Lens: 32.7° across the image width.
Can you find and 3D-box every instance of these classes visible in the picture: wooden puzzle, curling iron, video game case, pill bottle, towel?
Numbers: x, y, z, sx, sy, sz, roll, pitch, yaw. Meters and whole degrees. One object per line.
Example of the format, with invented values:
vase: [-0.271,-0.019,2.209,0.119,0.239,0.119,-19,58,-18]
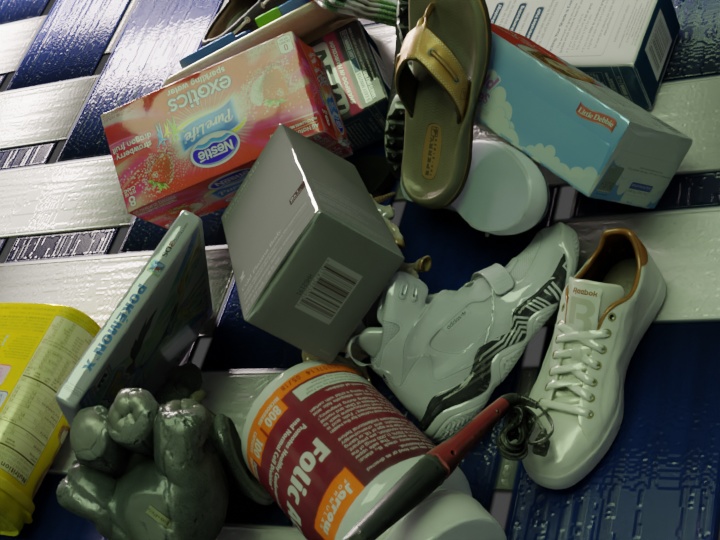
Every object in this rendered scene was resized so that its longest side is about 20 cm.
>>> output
wooden puzzle: [-0.101,-0.233,1.249,0.184,0.047,0.200,-26,4,11]
curling iron: [0.060,0.130,0.799,0.049,0.026,0.199,33,39,32]
video game case: [-0.182,0.067,1.032,0.022,0.200,0.183,27,67,9]
pill bottle: [0.007,0.159,0.876,0.114,0.114,0.200,-43,43,-8]
towel: [0.014,-0.273,1.202,0.149,0.199,0.031,45,121,45]

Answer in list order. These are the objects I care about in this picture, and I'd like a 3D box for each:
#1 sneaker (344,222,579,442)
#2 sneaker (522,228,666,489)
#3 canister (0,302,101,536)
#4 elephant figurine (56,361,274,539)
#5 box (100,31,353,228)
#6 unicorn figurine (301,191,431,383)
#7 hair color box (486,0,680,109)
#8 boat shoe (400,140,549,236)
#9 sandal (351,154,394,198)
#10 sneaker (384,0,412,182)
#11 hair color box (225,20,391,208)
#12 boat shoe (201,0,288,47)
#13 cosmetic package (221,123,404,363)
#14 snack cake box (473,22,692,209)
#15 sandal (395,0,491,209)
sneaker: [0.079,0.022,0.940,0.200,0.115,0.075,-53,5,-13]
sneaker: [0.158,0.056,0.892,0.072,0.085,0.201,8,60,35]
canister: [-0.331,0.131,1.136,0.148,0.087,0.201,1,53,33]
elephant figurine: [-0.135,0.156,0.975,0.140,0.200,0.157,10,86,17]
box: [-0.120,-0.123,1.112,0.199,0.095,0.100,-21,78,12]
unicorn figurine: [0.000,0.000,1.044,0.137,0.074,0.201,13,67,51]
hair color box: [0.178,-0.202,1.118,0.199,0.061,0.101,6,58,35]
boat shoe: [0.114,-0.065,1.020,0.202,0.085,0.075,16,96,63]
sandal: [-0.048,-0.041,1.134,0.075,0.045,0.200,24,69,43]
sneaker: [0.060,-0.177,1.104,0.066,0.202,0.091,5,29,3]
hair color box: [-0.066,-0.149,1.199,0.199,0.061,0.101,-26,63,12]
boat shoe: [-0.120,-0.306,1.397,0.073,0.060,0.201,2,54,40]
cosmetic package: [-0.044,-0.027,0.974,0.107,0.090,0.200,-56,26,13]
snack cake box: [0.154,-0.132,0.994,0.200,0.115,0.068,41,113,34]
sandal: [0.055,-0.148,0.968,0.080,0.054,0.202,14,103,42]
